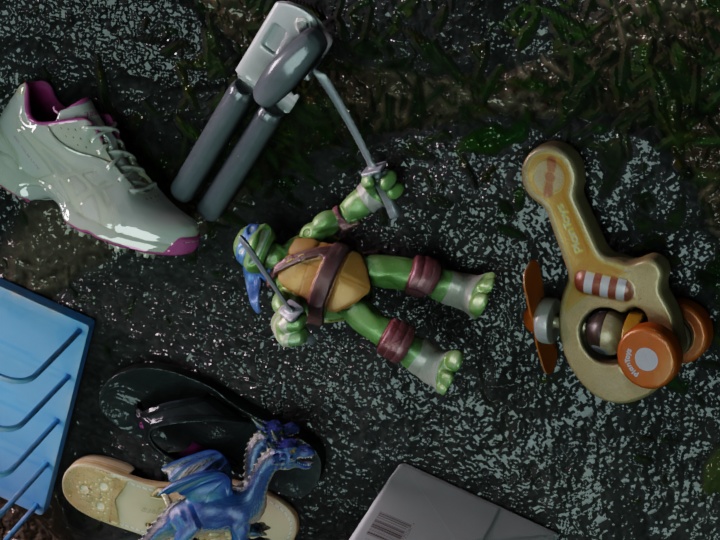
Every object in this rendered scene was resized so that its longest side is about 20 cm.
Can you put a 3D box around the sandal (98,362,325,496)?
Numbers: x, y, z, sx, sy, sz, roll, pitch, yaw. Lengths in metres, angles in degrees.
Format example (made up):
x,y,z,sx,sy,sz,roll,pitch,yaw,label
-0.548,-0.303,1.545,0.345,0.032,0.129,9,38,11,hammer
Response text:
x,y,z,sx,sy,sz,roll,pitch,yaw,label
-0.125,0.132,1.624,0.199,0.048,0.076,19,118,10,sandal

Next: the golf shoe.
x,y,z,sx,sy,sz,roll,pitch,yaw,label
-0.205,-0.078,1.537,0.199,0.075,0.092,27,110,18,golf shoe

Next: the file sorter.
x,y,z,sx,sy,sz,roll,pitch,yaw,label
-0.327,0.122,1.650,0.138,0.123,0.201,23,119,9,file sorter

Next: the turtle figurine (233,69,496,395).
x,y,z,sx,sy,sz,roll,pitch,yaw,label
0.000,0.000,1.462,0.192,0.144,0.201,24,131,-1,turtle figurine

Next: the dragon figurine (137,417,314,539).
x,y,z,sx,sy,sz,roll,pitch,yaw,label
-0.129,0.181,1.588,0.198,0.059,0.100,-13,107,1,dragon figurine

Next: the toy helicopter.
x,y,z,sx,sy,sz,roll,pitch,yaw,label
0.164,0.003,1.463,0.131,0.079,0.202,-20,94,35,toy helicopter

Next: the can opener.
x,y,z,sx,sy,sz,roll,pitch,yaw,label
-0.087,-0.118,1.494,0.052,0.067,0.201,37,125,2,can opener

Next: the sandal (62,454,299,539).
x,y,z,sx,sy,sz,roll,pitch,yaw,label
-0.161,0.213,1.661,0.210,0.070,0.078,13,117,14,sandal

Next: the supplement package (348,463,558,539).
x,y,z,sx,sy,sz,roll,pitch,yaw,label
0.039,0.301,1.559,0.146,0.191,0.202,23,118,10,supplement package
